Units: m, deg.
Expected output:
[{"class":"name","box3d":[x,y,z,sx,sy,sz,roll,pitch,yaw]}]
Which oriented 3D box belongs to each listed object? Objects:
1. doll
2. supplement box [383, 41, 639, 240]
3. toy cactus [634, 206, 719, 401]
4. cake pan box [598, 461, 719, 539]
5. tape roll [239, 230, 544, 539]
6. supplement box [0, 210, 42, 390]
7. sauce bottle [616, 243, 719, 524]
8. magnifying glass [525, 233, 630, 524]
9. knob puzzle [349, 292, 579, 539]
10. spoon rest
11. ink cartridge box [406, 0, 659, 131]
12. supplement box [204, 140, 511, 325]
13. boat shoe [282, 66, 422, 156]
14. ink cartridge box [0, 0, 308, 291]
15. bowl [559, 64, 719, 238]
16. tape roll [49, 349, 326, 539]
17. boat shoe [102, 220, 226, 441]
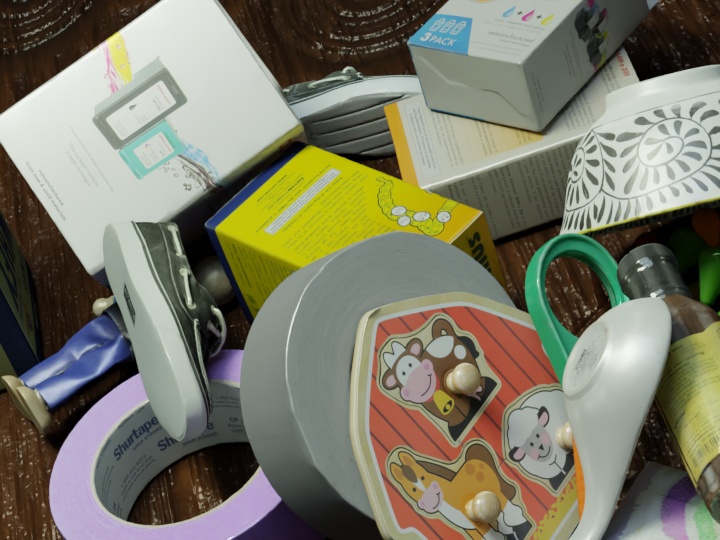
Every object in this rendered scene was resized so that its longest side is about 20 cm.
[{"class":"doll","box3d":[-0.181,0.047,1.649,0.199,0.049,0.136,-34,23,-16]},{"class":"supplement box","box3d":[0.128,-0.098,1.654,0.198,0.074,0.127,-18,38,5]},{"class":"toy cactus","box3d":[0.206,0.046,1.449,0.164,0.102,0.201,-23,47,15]},{"class":"cake pan box","box3d":[0.207,0.218,1.271,0.183,0.053,0.200,13,50,38]},{"class":"tape roll","box3d":[0.023,0.079,1.395,0.201,0.200,0.066,-52,15,-32]},{"class":"supplement box","box3d":[-0.378,0.006,1.670,0.198,0.201,0.135,-20,39,1]},{"class":"sauce bottle","box3d":[0.211,0.065,1.333,0.064,0.065,0.201,-21,50,1]},{"class":"magnifying glass","box3d":[0.148,0.070,1.392,0.022,0.079,0.202,-32,53,51]},{"class":"knob puzzle","box3d":[0.074,0.099,1.363,0.220,0.220,0.030,-51,14,-32]},{"class":"spoon rest","box3d":[0.142,0.108,1.320,0.201,0.060,0.099,-62,15,-3]},{"class":"ink cartridge box","box3d":[0.143,-0.201,1.655,0.114,0.068,0.200,15,49,39]},{"class":"supplement box","box3d":[0.000,0.000,1.573,0.199,0.109,0.109,24,57,41]},{"class":"boat shoe","box3d":[-0.017,-0.137,1.769,0.198,0.072,0.071,-8,45,20]},{"class":"ink cartridge box","box3d":[-0.159,-0.103,1.671,0.199,0.147,0.147,-35,84,-3]},{"class":"bowl","box3d":[0.226,-0.088,1.496,0.199,0.095,0.201,-13,-2,0]},{"class":"tape roll","box3d":[-0.115,0.148,1.491,0.198,0.066,0.201,-13,40,11]},{"class":"boat shoe","box3d":[-0.130,0.035,1.518,0.063,0.071,0.201,-7,48,-20]}]
